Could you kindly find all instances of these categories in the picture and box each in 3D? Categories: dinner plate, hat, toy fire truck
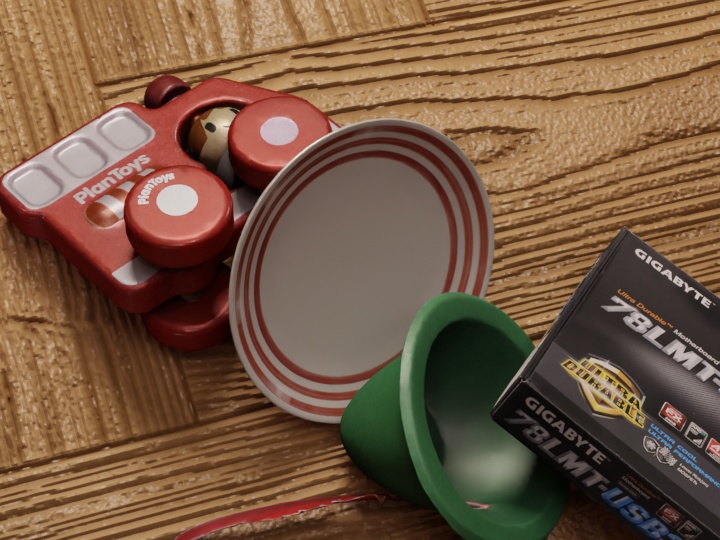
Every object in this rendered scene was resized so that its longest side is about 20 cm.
[{"bbox_3d":[0.000,0.000,1.035,0.200,0.200,0.024,-31,34,-23],"label":"dinner plate"},{"bbox_3d":[0.009,0.113,1.054,0.200,0.176,0.166,27,54,-43],"label":"hat"},{"bbox_3d":[-0.112,-0.060,1.060,0.200,0.112,0.168,-37,61,-25],"label":"toy fire truck"}]

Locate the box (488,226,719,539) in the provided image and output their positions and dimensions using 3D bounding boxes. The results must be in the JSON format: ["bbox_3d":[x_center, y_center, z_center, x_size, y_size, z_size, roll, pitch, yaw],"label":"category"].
[{"bbox_3d":[0.206,0.089,1.054,0.200,0.050,0.199,39,43,4],"label":"box"}]
